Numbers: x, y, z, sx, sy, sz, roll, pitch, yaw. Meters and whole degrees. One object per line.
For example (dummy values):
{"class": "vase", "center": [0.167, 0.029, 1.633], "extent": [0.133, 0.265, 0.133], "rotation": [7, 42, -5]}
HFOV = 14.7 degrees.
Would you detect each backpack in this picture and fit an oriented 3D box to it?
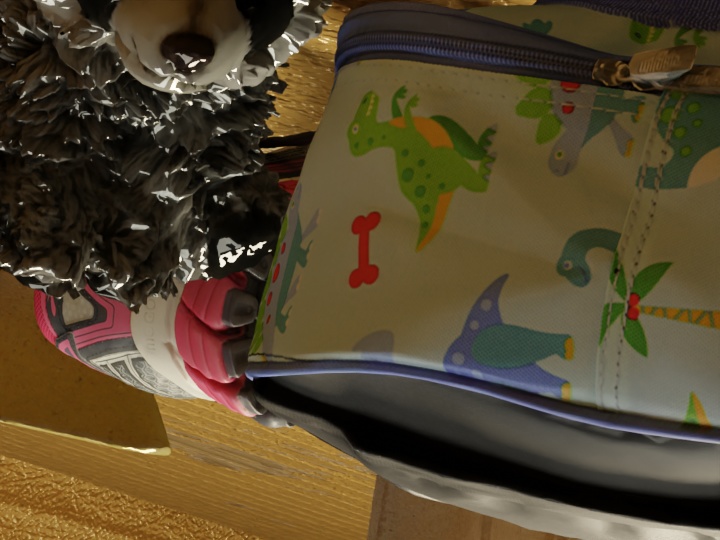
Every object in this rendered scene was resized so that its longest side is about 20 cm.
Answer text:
{"class": "backpack", "center": [0.089, -0.007, 0.590], "extent": [0.199, 0.148, 0.183], "rotation": [7, 170, 23]}

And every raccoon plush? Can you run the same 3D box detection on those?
{"class": "raccoon plush", "center": [-0.070, -0.087, 0.680], "extent": [0.096, 0.134, 0.200], "rotation": [1, -147, -34]}

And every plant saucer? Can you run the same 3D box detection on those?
{"class": "plant saucer", "center": [-0.176, 0.007, 0.961], "extent": [0.199, 0.049, 0.200], "rotation": [14, -179, -21]}

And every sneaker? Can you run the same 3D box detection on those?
{"class": "sneaker", "center": [-0.013, -0.010, 0.797], "extent": [0.074, 0.081, 0.200], "rotation": [9, -169, 27]}

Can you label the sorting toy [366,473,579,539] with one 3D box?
{"class": "sorting toy", "center": [0.053, 0.043, 0.828], "extent": [0.036, 0.186, 0.200], "rotation": [3, 167, 26]}
